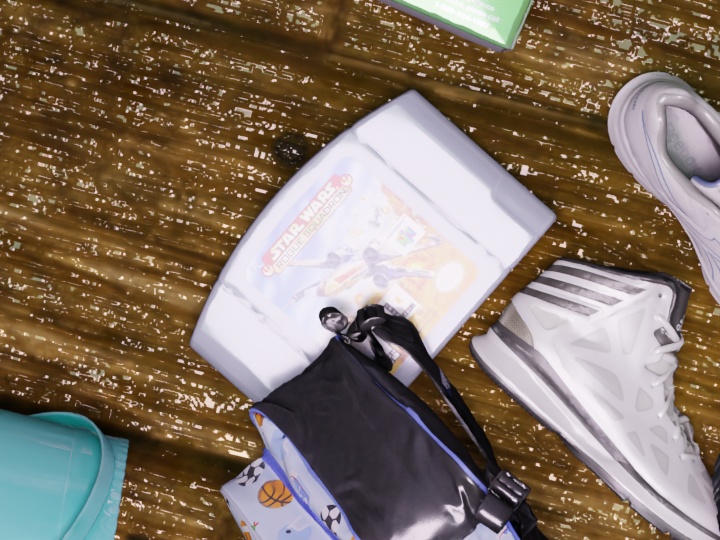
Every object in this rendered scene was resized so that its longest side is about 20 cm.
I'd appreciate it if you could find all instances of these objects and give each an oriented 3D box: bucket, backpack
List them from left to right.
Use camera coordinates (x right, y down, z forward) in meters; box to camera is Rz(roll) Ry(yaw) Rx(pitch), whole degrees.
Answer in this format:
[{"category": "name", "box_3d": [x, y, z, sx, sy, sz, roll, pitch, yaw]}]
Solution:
[{"category": "bucket", "box_3d": [-0.208, 0.169, 1.357, 0.135, 0.207, 0.207, 9, 93, -6]}, {"category": "backpack", "box_3d": [0.030, 0.151, 1.346, 0.154, 0.200, 0.191, -41, 132, 4]}]

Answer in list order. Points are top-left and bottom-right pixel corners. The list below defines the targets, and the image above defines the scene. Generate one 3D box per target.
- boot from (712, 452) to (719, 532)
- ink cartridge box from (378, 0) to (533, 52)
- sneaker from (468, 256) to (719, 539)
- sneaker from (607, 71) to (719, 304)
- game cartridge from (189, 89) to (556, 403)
[{"category": "boot", "box_3d": [0.278, 0.185, 1.334, 0.168, 0.200, 0.076, 29, 124, -19]}, {"category": "ink cartridge box", "box_3d": [0.058, -0.242, 1.381, 0.146, 0.084, 0.200, 24, 94, 0]}, {"category": "sneaker", "box_3d": [0.171, 0.070, 1.400, 0.200, 0.076, 0.115, 42, 95, 1]}, {"category": "sneaker", "box_3d": [0.215, -0.027, 1.389, 0.075, 0.087, 0.200, -43, 93, 1]}, {"category": "game cartridge", "box_3d": [0.000, 0.000, 1.421, 0.133, 0.042, 0.200, 41, 93, -5]}]
